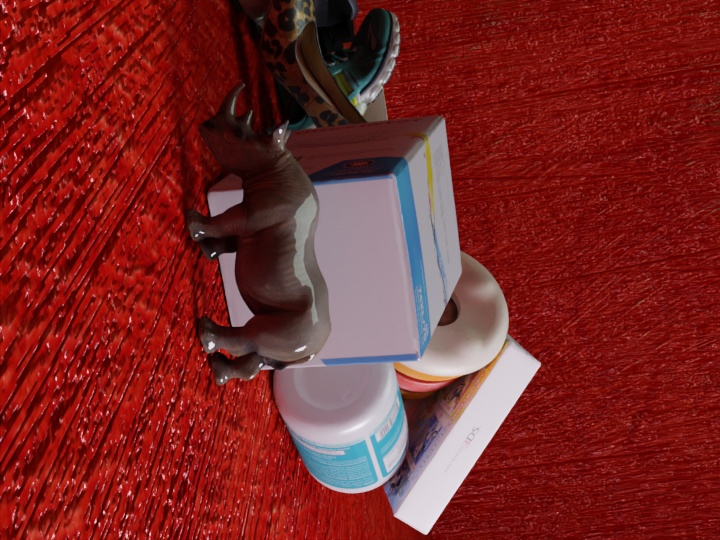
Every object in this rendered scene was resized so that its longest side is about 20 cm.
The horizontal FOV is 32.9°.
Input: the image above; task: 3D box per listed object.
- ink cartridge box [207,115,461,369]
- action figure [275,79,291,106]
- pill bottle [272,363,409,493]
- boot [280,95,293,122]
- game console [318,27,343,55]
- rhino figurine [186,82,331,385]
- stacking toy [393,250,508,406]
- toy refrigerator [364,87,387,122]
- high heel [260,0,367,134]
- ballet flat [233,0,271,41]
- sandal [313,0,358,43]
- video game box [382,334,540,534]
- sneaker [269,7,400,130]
[{"bbox_3d":[-0.010,-0.028,0.977,0.200,0.145,0.147,-53,136,-66],"label":"ink cartridge box"},{"bbox_3d":[-0.073,-0.249,1.384,0.118,0.054,0.202,-71,155,-73],"label":"action figure"},{"bbox_3d":[-0.013,0.140,1.145,0.200,0.110,0.112,77,7,-59],"label":"pill bottle"},{"bbox_3d":[-0.050,-0.117,1.373,0.155,0.073,0.202,-75,168,-78],"label":"boot"},{"bbox_3d":[-0.048,-0.331,1.349,0.200,0.031,0.178,67,13,-58],"label":"game console"},{"bbox_3d":[-0.069,-0.027,0.826,0.060,0.087,0.202,40,43,-84],"label":"rhino figurine"},{"bbox_3d":[0.051,0.082,1.205,0.201,0.145,0.147,112,-21,-51],"label":"stacking toy"},{"bbox_3d":[-0.027,-0.191,1.477,0.200,0.069,0.077,-139,-141,-69],"label":"toy refrigerator"},{"bbox_3d":[-0.020,-0.182,1.135,0.071,0.142,0.201,-44,144,-54],"label":"high heel"},{"bbox_3d":[-0.085,-0.274,1.184,0.200,0.071,0.072,43,40,-82],"label":"ballet flat"},{"bbox_3d":[-0.022,-0.287,1.267,0.200,0.042,0.077,-16,98,-81],"label":"sandal"},{"bbox_3d":[0.090,0.143,1.230,0.201,0.047,0.182,-57,-171,4],"label":"video game box"},{"bbox_3d":[-0.025,-0.192,1.247,0.201,0.079,0.077,-59,-159,-15],"label":"sneaker"}]
